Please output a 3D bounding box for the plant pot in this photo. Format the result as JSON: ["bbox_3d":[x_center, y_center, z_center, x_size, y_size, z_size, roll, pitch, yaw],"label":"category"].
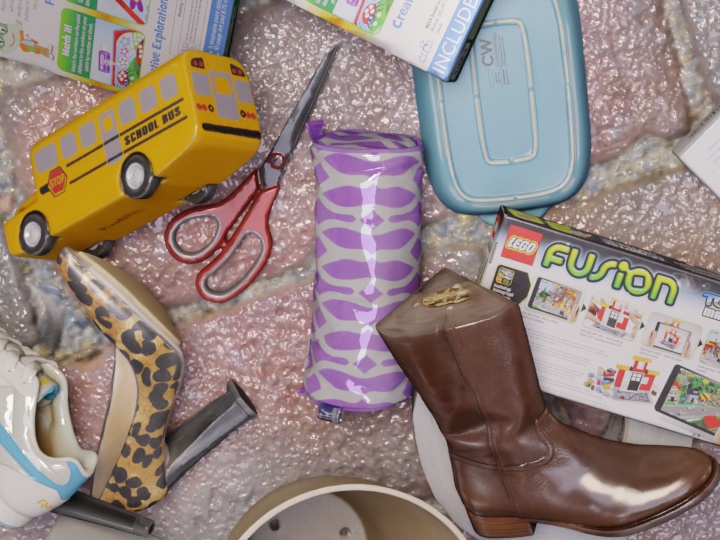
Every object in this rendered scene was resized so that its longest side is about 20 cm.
[{"bbox_3d":[-0.023,0.218,1.114,0.186,0.200,0.189,-1,95,-10],"label":"plant pot"}]

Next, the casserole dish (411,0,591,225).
[{"bbox_3d":[0.098,-0.125,1.121,0.120,0.039,0.202,-7,102,2],"label":"casserole dish"}]

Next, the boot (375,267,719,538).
[{"bbox_3d":[0.122,0.081,1.053,0.185,0.064,0.201,-14,119,17],"label":"boot"}]

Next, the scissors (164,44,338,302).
[{"bbox_3d":[-0.060,-0.064,1.153,0.073,0.014,0.200,42,100,-6],"label":"scissors"}]

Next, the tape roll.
[{"bbox_3d":[0.135,0.101,1.160,0.199,0.066,0.202,0,103,1],"label":"tape roll"}]

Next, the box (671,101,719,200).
[{"bbox_3d":[0.338,-0.065,1.132,0.200,0.036,0.144,42,101,-9],"label":"box"}]

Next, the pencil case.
[{"bbox_3d":[0.000,0.000,1.134,0.085,0.084,0.202,12,105,32],"label":"pencil case"}]

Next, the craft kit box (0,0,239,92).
[{"bbox_3d":[-0.172,-0.203,1.048,0.196,0.049,0.201,15,140,-3],"label":"craft kit box"}]

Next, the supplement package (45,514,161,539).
[{"bbox_3d":[-0.183,0.291,1.142,0.151,0.200,0.152,21,103,-4],"label":"supplement package"}]

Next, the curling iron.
[{"bbox_3d":[-0.242,0.169,1.176,0.198,0.026,0.050,9,61,12],"label":"curling iron"}]

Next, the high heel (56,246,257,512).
[{"bbox_3d":[-0.183,0.085,1.142,0.142,0.071,0.200,-39,120,4],"label":"high heel"}]

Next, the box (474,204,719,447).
[{"bbox_3d":[0.173,0.039,1.093,0.199,0.035,0.111,17,103,-3],"label":"box"}]

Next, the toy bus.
[{"bbox_3d":[-0.159,-0.070,1.091,0.199,0.065,0.079,-24,74,36],"label":"toy bus"}]

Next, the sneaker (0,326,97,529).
[{"bbox_3d":[-0.255,0.075,1.140,0.080,0.076,0.201,-30,85,16],"label":"sneaker"}]

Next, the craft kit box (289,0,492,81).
[{"bbox_3d":[0.016,-0.255,1.061,0.197,0.049,0.201,28,102,7],"label":"craft kit box"}]
